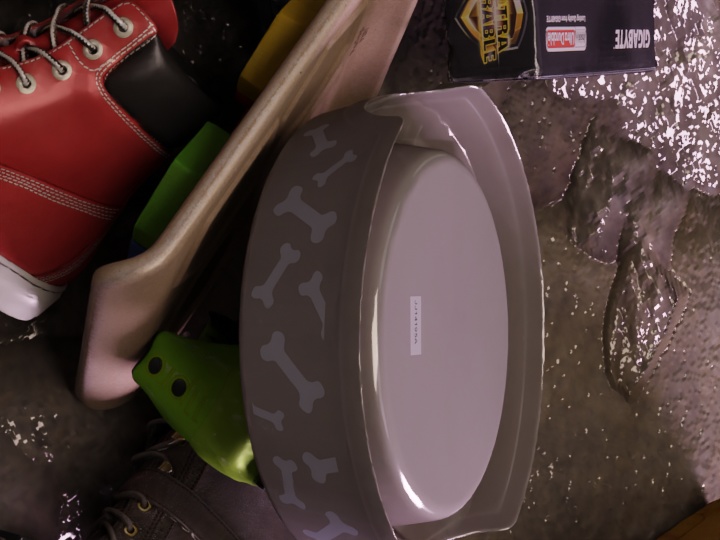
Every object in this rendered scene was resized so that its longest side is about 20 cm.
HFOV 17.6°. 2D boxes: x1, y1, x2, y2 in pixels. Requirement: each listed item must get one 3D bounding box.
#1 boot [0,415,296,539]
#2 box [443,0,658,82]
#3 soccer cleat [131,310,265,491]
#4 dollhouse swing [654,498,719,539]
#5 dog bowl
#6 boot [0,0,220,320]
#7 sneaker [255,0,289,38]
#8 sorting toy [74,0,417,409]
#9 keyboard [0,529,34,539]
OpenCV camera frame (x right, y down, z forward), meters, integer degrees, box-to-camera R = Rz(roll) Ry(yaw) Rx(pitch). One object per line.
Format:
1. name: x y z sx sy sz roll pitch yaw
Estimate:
1. boot: -0.106 0.115 0.968 0.200 0.069 0.175 46 44 -20
2. box: 0.087 -0.187 1.056 0.200 0.049 0.200 -12 99 -66
3. soccer cleat: -0.031 0.052 1.000 0.068 0.081 0.200 -55 163 8
4. dollhouse swing: 0.177 0.211 1.121 0.199 0.175 0.183 -28 108 -32
5. dog bowl: 0.014 0.025 0.915 0.200 0.058 0.202 -1 90 -66
6. boot: -0.152 -0.082 0.890 0.144 0.073 0.200 -46 130 14
7. sneaker: -0.007 -0.193 1.034 0.065 0.079 0.202 7 108 -5
8. sorting toy: -0.050 -0.043 0.955 0.036 0.185 0.200 37 70 4
9. keyboard: -0.182 0.200 0.954 0.127 0.021 0.201 36 71 -32
